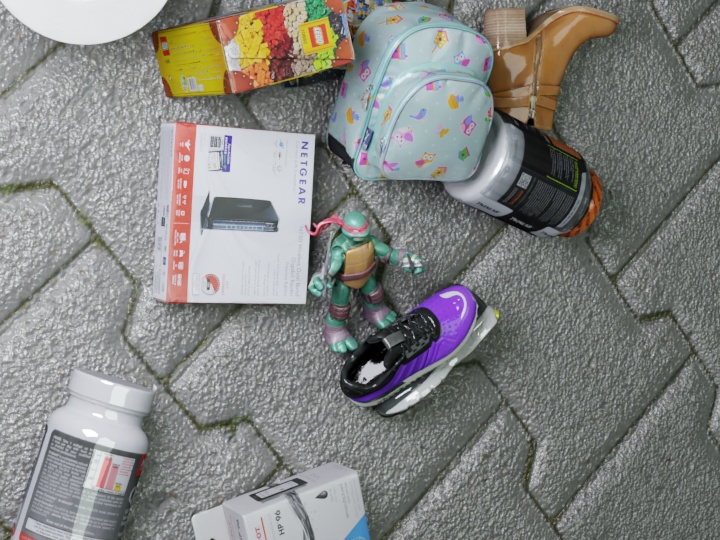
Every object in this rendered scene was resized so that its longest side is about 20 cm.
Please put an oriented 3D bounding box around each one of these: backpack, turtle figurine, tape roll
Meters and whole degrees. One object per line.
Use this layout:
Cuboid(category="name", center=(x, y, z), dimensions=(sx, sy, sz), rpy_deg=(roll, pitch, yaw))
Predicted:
Cuboid(category="backpack", center=(0.067, -0.205, 1.582), dimensions=(0.174, 0.153, 0.203), rpy_deg=(0, 112, -30))
Cuboid(category="turtle figurine", center=(0.000, 0.000, 1.591), dimensions=(0.148, 0.101, 0.202), rpy_deg=(-14, 137, -14))
Cuboid(category="tape roll", center=(-0.285, -0.345, 1.371), dimensions=(0.200, 0.139, 0.205), rpy_deg=(-6, 115, -13))

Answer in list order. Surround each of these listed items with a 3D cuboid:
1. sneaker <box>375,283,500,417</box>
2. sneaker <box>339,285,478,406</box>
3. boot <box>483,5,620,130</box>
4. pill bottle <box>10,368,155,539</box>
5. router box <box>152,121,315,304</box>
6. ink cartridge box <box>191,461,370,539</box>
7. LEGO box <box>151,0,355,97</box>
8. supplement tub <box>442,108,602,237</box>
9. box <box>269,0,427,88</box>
Cuboid(category="sneaker", center=(0.083, 0.101, 1.704), dimensions=(0.200, 0.075, 0.085), rpy_deg=(-44, 85, -11))
Cuboid(category="sneaker", center=(0.056, 0.088, 1.620), dimensions=(0.200, 0.070, 0.100), rpy_deg=(-40, 158, 2))
Cuboid(category="boot", center=(0.248, -0.260, 1.746), dimensions=(0.197, 0.076, 0.158), rpy_deg=(-6, 96, -26))
Cuboid(category="pill bottle", center=(-0.296, 0.216, 1.466), dimensions=(0.115, 0.115, 0.203), rpy_deg=(19, 86, -29))
Cuboid(category="router box", center=(-0.145, -0.064, 1.562), dimensions=(0.177, 0.049, 0.203), rpy_deg=(1, 94, -29))
Cuboid(category="ink cartridge box", center=(-0.092, 0.319, 1.617), dimensions=(0.198, 0.068, 0.118), rpy_deg=(-17, 102, -26))
Cuboid(category="LEGO box", center=(-0.120, -0.244, 1.473), dimensions=(0.147, 0.199, 0.078), rpy_deg=(-19, 104, -26))
Cuboid(category="supplement tub", center=(0.207, -0.116, 1.704), dimensions=(0.199, 0.122, 0.124), rpy_deg=(22, 84, -38))
Cuboid(category="box", center=(-0.010, -0.306, 1.621), dimensions=(0.198, 0.038, 0.139), rpy_deg=(-17, 103, -27))
